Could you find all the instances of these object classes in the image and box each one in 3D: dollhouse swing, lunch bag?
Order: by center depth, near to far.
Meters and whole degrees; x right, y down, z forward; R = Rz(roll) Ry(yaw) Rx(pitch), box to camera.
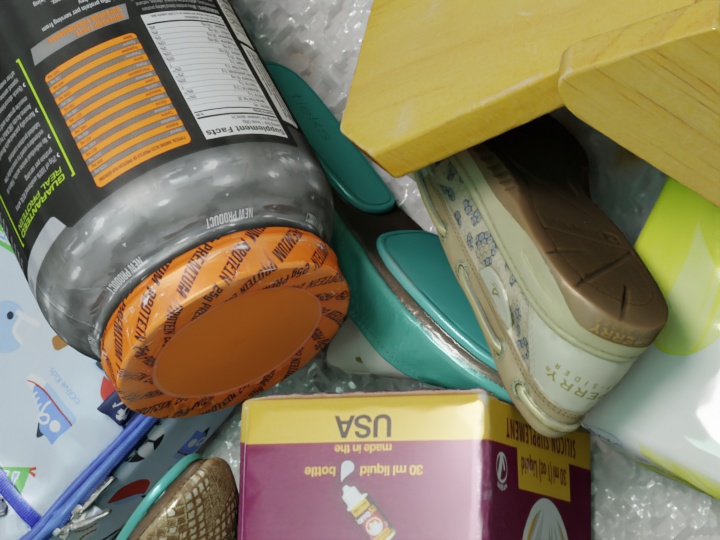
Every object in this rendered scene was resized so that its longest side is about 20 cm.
[{"bbox_3d":[0.123,-0.092,0.887,0.176,0.182,0.200,-39,29,44],"label":"dollhouse swing"},{"bbox_3d":[-0.150,0.027,1.020,0.160,0.076,0.200,-45,66,11],"label":"lunch bag"}]

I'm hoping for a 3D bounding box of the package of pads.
[{"bbox_3d":[0.192,0.032,0.881,0.200,0.068,0.155,27,91,27],"label":"package of pads"}]

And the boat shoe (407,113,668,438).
[{"bbox_3d":[0.054,-0.018,0.915,0.063,0.073,0.200,-60,27,24],"label":"boat shoe"}]

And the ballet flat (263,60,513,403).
[{"bbox_3d":[0.000,0.000,0.975,0.200,0.067,0.070,48,120,24],"label":"ballet flat"}]

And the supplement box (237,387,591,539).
[{"bbox_3d":[0.022,0.152,0.894,0.103,0.131,0.200,-3,80,22],"label":"supplement box"}]

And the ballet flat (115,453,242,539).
[{"bbox_3d":[-0.073,0.136,0.927,0.065,0.200,0.071,46,60,9],"label":"ballet flat"}]

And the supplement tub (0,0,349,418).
[{"bbox_3d":[-0.089,-0.049,0.920,0.123,0.123,0.200,-35,62,13],"label":"supplement tub"}]
